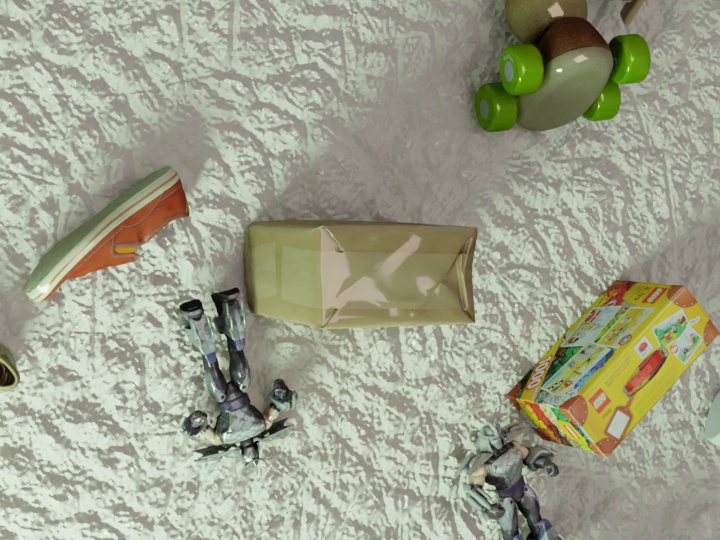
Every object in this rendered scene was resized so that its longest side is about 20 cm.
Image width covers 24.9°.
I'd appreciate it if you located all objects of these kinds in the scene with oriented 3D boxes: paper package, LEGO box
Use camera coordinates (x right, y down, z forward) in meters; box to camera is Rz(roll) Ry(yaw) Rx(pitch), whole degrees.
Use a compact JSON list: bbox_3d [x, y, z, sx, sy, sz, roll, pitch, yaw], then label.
[{"bbox_3d":[0.000,0.000,1.702,0.190,0.200,0.104,-1,93,-24],"label":"paper package"},{"bbox_3d":[0.285,0.108,1.854,0.200,0.149,0.077,-45,108,-16],"label":"LEGO box"}]

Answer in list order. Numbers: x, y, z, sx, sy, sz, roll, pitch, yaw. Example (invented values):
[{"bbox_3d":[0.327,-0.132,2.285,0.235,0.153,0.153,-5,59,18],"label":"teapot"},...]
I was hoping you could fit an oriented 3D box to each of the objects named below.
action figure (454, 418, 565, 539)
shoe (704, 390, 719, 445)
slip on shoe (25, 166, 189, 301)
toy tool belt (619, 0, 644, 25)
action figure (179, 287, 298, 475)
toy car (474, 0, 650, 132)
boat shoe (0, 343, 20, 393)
[{"bbox_3d":[0.176,0.257,1.846,0.130,0.069,0.201,-28,106,-26],"label":"action figure"},{"bbox_3d":[0.504,0.146,1.990,0.091,0.071,0.200,38,73,-14],"label":"shoe"},{"bbox_3d":[-0.255,-0.028,1.663,0.200,0.074,0.061,-39,109,-22],"label":"slip on shoe"},{"bbox_3d":[0.305,-0.394,1.869,0.124,0.123,0.201,0,64,-7],"label":"toy tool belt"},{"bbox_3d":[-0.138,0.124,1.719,0.130,0.069,0.201,-20,103,-26],"label":"action figure"},{"bbox_3d":[0.205,-0.274,1.836,0.163,0.158,0.201,-8,68,-21],"label":"toy car"},{"bbox_3d":[-0.425,0.065,1.595,0.199,0.063,0.074,23,84,-22],"label":"boat shoe"}]
